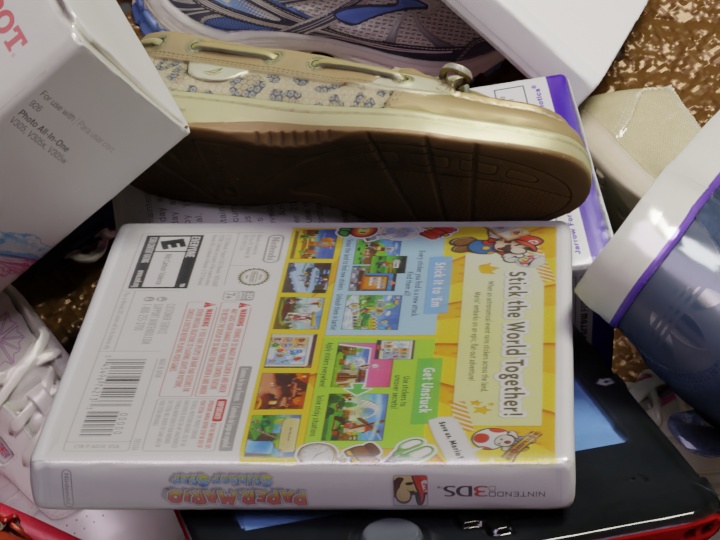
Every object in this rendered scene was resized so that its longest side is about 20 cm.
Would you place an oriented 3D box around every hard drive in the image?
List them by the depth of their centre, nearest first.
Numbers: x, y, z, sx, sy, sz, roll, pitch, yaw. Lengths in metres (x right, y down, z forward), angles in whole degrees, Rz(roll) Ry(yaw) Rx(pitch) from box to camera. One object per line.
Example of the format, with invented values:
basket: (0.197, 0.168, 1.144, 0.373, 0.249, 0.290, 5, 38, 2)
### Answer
hard drive: (0.040, -0.167, 1.164, 0.200, 0.026, 0.132, 42, 32, -4)

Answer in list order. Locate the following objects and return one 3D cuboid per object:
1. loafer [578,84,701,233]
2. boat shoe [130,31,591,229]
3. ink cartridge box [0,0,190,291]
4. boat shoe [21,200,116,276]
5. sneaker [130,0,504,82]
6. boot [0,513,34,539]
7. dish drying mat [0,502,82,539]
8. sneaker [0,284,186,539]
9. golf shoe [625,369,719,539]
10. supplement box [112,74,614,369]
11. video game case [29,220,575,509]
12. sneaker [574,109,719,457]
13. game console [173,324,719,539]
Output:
loafer: (0.158, -0.015, 1.115, 0.068, 0.076, 0.200, -34, 61, -11)
boat shoe: (-0.004, -0.061, 1.034, 0.198, 0.073, 0.063, 8, 59, 10)
ink cartridge box: (-0.186, -0.056, 1.023, 0.200, 0.087, 0.146, -41, 53, 10)
boat shoe: (-0.110, -0.045, 1.159, 0.199, 0.093, 0.075, 7, 24, -22)
sneaker: (0.001, -0.136, 1.173, 0.199, 0.085, 0.077, -4, 49, -22)
boot: (-0.159, 0.110, 1.003, 0.199, 0.075, 0.108, -9, 85, 20)
dish drying mat: (-0.099, 0.153, 1.030, 0.199, 0.018, 0.077, 24, 101, 17)
sneaker: (-0.143, 0.061, 1.068, 0.200, 0.100, 0.075, 39, 65, 23)
golf shoe: (0.103, 0.068, 1.009, 0.199, 0.092, 0.075, 7, 18, -36)
supplement box: (0.000, 0.000, 1.098, 0.198, 0.101, 0.104, -10, 57, -4)
video game case: (-0.013, 0.030, 0.945, 0.180, 0.023, 0.200, 0, 24, 5)
sneaker: (0.169, 0.016, 0.986, 0.146, 0.081, 0.200, 38, 23, 7)
game console: (0.014, 0.059, 0.931, 0.176, 0.031, 0.200, -13, 27, -11)
